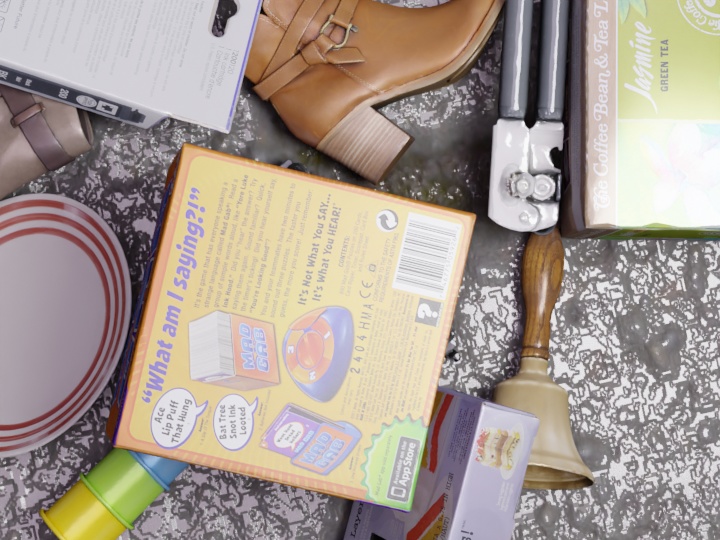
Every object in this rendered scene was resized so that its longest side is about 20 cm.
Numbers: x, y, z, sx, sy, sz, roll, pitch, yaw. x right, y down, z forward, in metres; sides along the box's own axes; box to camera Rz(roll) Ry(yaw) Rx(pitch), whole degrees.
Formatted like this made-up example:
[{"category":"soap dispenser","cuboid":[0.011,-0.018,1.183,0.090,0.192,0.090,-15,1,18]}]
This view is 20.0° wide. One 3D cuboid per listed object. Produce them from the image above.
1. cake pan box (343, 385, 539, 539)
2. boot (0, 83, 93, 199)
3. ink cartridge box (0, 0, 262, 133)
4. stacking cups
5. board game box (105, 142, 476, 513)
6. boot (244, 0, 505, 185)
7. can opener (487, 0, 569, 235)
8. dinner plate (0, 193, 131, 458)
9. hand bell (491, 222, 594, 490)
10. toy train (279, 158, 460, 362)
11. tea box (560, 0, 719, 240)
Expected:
[{"category":"cake pan box","cuboid":[0.046,0.182,1.448,0.052,0.184,0.201,15,90,-19]},{"category":"boot","cuboid":[-0.267,-0.080,1.494,0.145,0.070,0.201,-12,80,7]},{"category":"ink cartridge box","cuboid":[-0.171,-0.210,1.491,0.199,0.043,0.199,17,69,-10]},{"category":"stacking cups","cuboid":[-0.147,0.129,1.505,0.061,0.061,0.200,45,87,0]},{"category":"board game box","cuboid":[-0.054,0.040,1.398,0.199,0.200,0.201,14,86,-8]},{"category":"boot","cuboid":[0.009,-0.183,1.525,0.155,0.077,0.200,39,94,3]},{"category":"can opener","cuboid":[0.123,-0.126,1.495,0.052,0.066,0.201,3,97,0]},{"category":"dinner plate","cuboid":[-0.248,0.041,1.485,0.199,0.024,0.201,-9,67,22]},{"category":"hand bell","cuboid":[0.129,0.056,1.521,0.103,0.104,0.201,6,75,-2]},{"category":"toy train","cuboid":[0.000,0.000,1.529,0.046,0.034,0.200,-43,90,-1]},{"category":"tea box","cuboid":[0.249,-0.124,1.495,0.195,0.134,0.201,0,88,-2]}]
